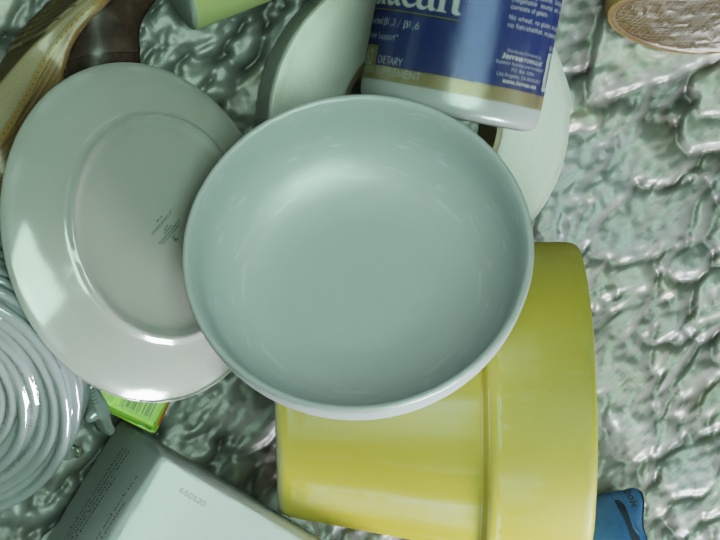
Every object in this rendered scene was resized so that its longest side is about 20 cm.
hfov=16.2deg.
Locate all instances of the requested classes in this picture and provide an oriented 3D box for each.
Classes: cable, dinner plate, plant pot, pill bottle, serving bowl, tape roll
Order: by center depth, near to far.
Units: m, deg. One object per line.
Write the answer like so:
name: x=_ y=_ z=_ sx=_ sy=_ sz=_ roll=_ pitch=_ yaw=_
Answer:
serving bowl: x=0.000 y=0.000 z=1.460 sx=0.200 sy=0.066 sz=0.200 roll=-1 pitch=66 yaw=3
dinner plate: x=-0.120 y=-0.024 z=1.465 sx=0.200 sy=0.024 sz=0.200 roll=8 pitch=78 yaw=-42
cable: x=-0.257 y=0.059 z=1.472 sx=0.200 sy=0.069 sz=0.200 roll=-7 pitch=127 yaw=7
pill bottle: x=0.070 y=-0.190 z=1.519 sx=0.111 sy=0.111 sz=0.200 roll=9 pitch=93 yaw=-17
plant pot: x=0.042 y=0.084 z=1.549 sx=0.189 sy=0.201 sz=0.201 roll=-1 pitch=97 yaw=-2
tape roll: x=0.035 y=-0.095 z=1.597 sx=0.203 sy=0.037 sz=0.203 roll=-2 pitch=97 yaw=-15

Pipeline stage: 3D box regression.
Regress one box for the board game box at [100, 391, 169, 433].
board game box: x=-0.195 y=0.010 z=1.537 sx=0.200 sy=0.048 sz=0.102 roll=26 pitch=88 yaw=-18

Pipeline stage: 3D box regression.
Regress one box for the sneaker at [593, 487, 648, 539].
sneaker: x=0.193 y=0.238 z=1.669 sx=0.078 sy=0.066 sz=0.200 roll=-27 pitch=103 yaw=-15

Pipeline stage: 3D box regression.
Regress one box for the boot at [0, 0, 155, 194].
boot: x=-0.143 y=-0.079 z=1.516 sx=0.166 sy=0.072 sz=0.200 roll=49 pitch=59 yaw=-20

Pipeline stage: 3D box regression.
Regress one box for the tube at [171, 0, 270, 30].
tube: x=-0.025 y=-0.210 z=1.561 sx=0.200 sy=0.052 sz=0.058 roll=-24 pitch=125 yaw=-16

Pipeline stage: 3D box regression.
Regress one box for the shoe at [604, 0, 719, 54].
shoe: x=0.252 y=-0.183 z=1.646 sx=0.200 sy=0.070 sz=0.053 roll=-3 pitch=55 yaw=-12

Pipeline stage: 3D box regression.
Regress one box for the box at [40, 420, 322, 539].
box: x=-0.105 y=0.231 z=1.546 sx=0.200 sy=0.131 sz=0.199 roll=32 pitch=87 yaw=-18
